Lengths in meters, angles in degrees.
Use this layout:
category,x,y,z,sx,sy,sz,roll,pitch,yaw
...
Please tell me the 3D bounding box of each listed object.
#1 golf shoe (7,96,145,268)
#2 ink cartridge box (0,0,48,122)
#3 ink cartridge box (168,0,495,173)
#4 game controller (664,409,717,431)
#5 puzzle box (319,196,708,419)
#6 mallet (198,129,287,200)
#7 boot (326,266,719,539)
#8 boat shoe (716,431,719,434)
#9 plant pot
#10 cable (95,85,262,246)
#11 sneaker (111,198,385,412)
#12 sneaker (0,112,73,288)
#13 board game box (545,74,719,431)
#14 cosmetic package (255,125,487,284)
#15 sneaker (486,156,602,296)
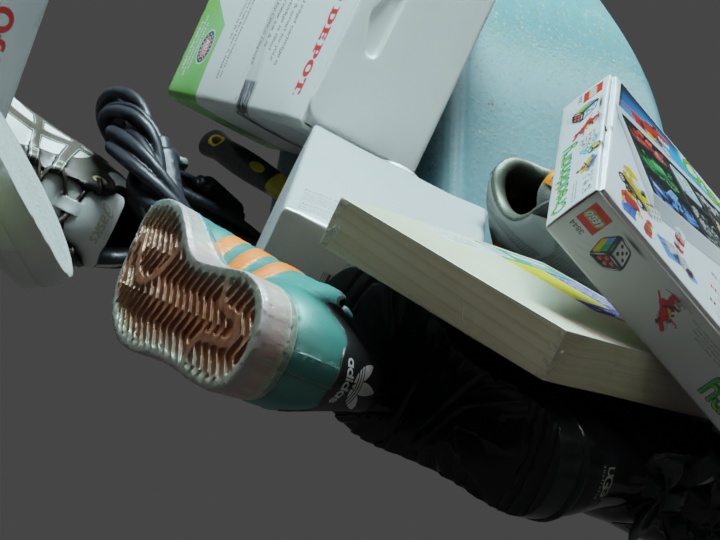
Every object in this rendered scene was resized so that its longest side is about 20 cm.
category,x,y,z,sx,sy,sz,roll,pitch,yaw
golf shoe,-0.182,-0.051,1.515,0.094,0.078,0.200,28,4,37
ink cartridge box,-0.276,-0.114,1.386,0.199,0.147,0.086,20,5,-11
ink cartridge box,-0.015,-0.143,1.581,0.084,0.146,0.200,27,-4,-28
game controller,0.169,0.051,1.386,0.104,0.199,0.042,48,-21,51
puzzle box,0.084,0.021,1.233,0.133,0.026,0.200,31,8,32
mallet,-0.039,-0.054,1.606,0.041,0.066,0.200,61,-7,-32
boot,0.087,0.070,1.255,0.162,0.074,0.198,14,14,-45
boat shoe,0.125,0.082,1.456,0.199,0.072,0.068,29,37,5
plant pot,0.070,-0.081,1.670,0.195,0.202,0.196,12,-17,-36
cable,-0.088,-0.030,1.526,0.164,0.051,0.200,53,2,-23
sneaker,-0.054,0.025,1.237,0.080,0.072,0.200,24,6,-27
sneaker,-0.235,-0.056,1.328,0.201,0.115,0.074,57,3,-9
board game box,0.162,0.015,1.236,0.200,0.035,0.126,48,24,-16
cosmetic package,0.000,0.000,1.395,0.112,0.082,0.200,27,14,-2
sneaker,0.129,-0.009,1.384,0.074,0.080,0.200,-32,29,-27
